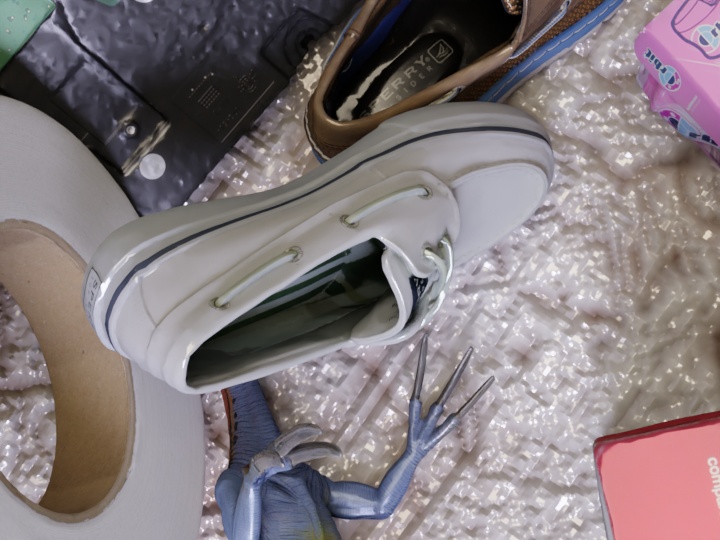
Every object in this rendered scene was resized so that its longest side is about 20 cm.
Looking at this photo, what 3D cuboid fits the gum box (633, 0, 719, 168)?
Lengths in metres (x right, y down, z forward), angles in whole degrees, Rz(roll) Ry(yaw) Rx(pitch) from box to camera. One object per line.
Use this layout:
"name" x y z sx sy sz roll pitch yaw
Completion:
"gum box" 0.207 -0.097 0.786 0.200 0.066 0.114 -41 77 0

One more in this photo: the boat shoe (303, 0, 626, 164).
"boat shoe" 0.056 -0.112 0.808 0.072 0.072 0.200 38 87 13

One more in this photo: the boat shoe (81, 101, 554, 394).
"boat shoe" 0.000 0.000 0.761 0.199 0.074 0.067 -23 47 -27

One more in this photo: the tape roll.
"tape roll" -0.122 0.038 0.744 0.037 0.202 0.205 -16 77 24

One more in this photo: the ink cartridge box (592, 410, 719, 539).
"ink cartridge box" 0.183 0.081 0.716 0.198 0.148 0.086 -11 78 7

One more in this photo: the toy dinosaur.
"toy dinosaur" -0.038 0.100 0.781 0.200 0.105 0.182 -47 56 11

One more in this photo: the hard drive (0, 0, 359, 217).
"hard drive" -0.106 -0.129 0.794 0.200 0.038 0.140 39 94 -25
